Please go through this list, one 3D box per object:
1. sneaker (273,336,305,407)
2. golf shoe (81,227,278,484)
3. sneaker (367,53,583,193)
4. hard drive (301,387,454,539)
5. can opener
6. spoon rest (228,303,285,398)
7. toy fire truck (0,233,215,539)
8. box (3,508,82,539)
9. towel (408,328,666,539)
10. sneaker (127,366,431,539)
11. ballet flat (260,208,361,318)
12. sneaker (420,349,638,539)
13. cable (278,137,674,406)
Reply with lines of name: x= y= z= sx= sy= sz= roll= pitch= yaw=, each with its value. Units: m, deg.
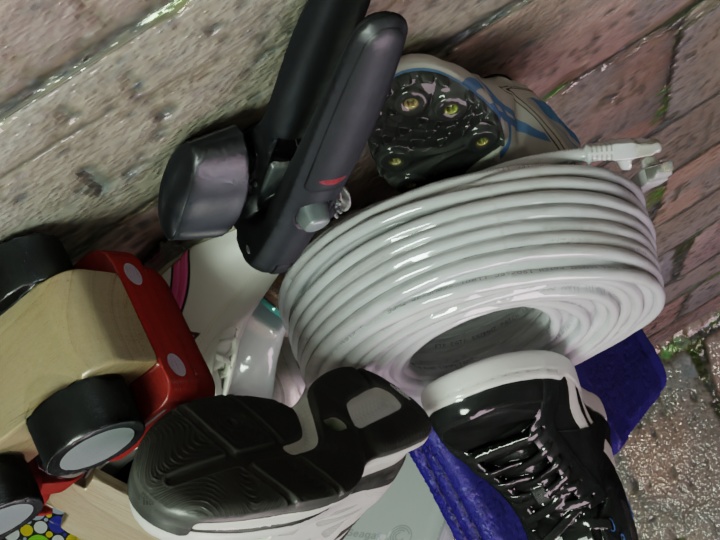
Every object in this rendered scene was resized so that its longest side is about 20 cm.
sneaker: x=-0.098 y=0.111 z=1.275 sx=0.081 sy=0.076 sz=0.200 roll=-10 pitch=158 yaw=-37
golf shoe: x=-0.089 y=0.047 z=0.939 sx=0.200 sy=0.092 sz=0.072 roll=-47 pitch=162 yaw=26
sneaker: x=0.054 y=-0.072 z=0.923 sx=0.071 sy=0.073 sz=0.200 roll=-23 pitch=158 yaw=21
hard drive: x=0.019 y=0.094 z=1.153 sx=0.131 sy=0.201 sz=0.026 roll=2 pitch=143 yaw=30
can opener: x=-0.024 y=-0.056 z=0.766 sx=0.078 sy=0.064 sz=0.200 roll=-23 pitch=167 yaw=-31
spoon rest: x=-0.086 y=0.078 z=1.127 sx=0.061 sy=0.099 sz=0.201 roll=-49 pitch=171 yaw=-48
toy fire truck: x=-0.127 y=0.085 z=0.865 sx=0.176 sy=0.129 sz=0.199 roll=-37 pitch=160 yaw=23
box: x=-0.130 y=0.150 z=1.043 sx=0.198 sy=0.071 sz=0.064 roll=-6 pitch=160 yaw=-30
towel: x=0.099 y=0.073 z=1.108 sx=0.049 sy=0.148 sz=0.200 roll=-10 pitch=-152 yaw=46
sneaker: x=-0.047 y=0.118 z=0.833 sx=0.200 sy=0.075 sz=0.116 roll=-10 pitch=132 yaw=-58
ballet flat: x=0.000 y=0.000 z=1.070 sx=0.067 sy=0.068 sz=0.200 roll=-53 pitch=158 yaw=10
sneaker: x=0.102 y=0.113 z=0.966 sx=0.073 sy=0.113 sz=0.200 roll=-24 pitch=159 yaw=19
cable: x=0.058 y=0.014 z=0.942 sx=0.198 sy=0.070 sz=0.200 roll=-10 pitch=157 yaw=-15
